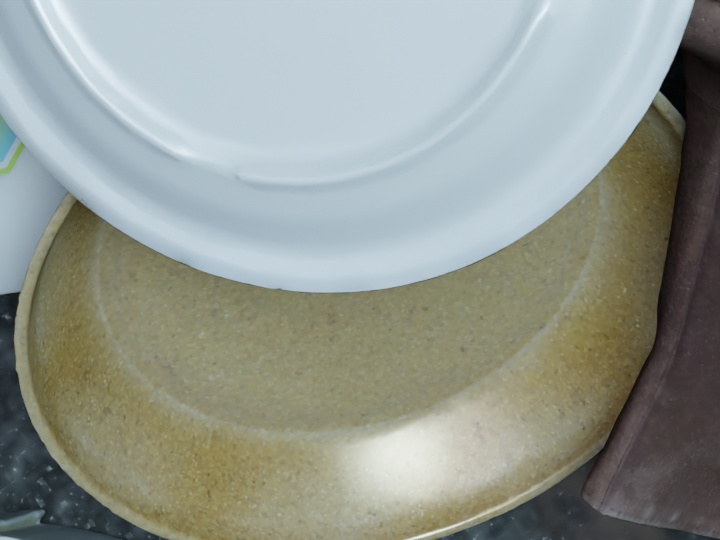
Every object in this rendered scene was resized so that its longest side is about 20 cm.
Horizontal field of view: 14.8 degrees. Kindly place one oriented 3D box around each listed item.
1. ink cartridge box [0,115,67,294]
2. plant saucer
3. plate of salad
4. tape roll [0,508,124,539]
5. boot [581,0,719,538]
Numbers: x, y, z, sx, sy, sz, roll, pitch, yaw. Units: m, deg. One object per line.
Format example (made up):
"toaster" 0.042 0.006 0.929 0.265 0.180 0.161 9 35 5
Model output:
"ink cartridge box" -0.141 -0.065 0.747 0.076 0.200 0.148 43 129 38
"plant saucer" 0.000 0.000 0.780 0.200 0.200 0.035 -27 43 7
"plate of salad" -0.012 -0.094 0.664 0.200 0.048 0.201 4 103 19
"tape roll" -0.109 0.175 0.827 0.202 0.071 0.203 0 90 9
"boot" 0.105 -0.003 0.732 0.072 0.200 0.167 40 107 39
